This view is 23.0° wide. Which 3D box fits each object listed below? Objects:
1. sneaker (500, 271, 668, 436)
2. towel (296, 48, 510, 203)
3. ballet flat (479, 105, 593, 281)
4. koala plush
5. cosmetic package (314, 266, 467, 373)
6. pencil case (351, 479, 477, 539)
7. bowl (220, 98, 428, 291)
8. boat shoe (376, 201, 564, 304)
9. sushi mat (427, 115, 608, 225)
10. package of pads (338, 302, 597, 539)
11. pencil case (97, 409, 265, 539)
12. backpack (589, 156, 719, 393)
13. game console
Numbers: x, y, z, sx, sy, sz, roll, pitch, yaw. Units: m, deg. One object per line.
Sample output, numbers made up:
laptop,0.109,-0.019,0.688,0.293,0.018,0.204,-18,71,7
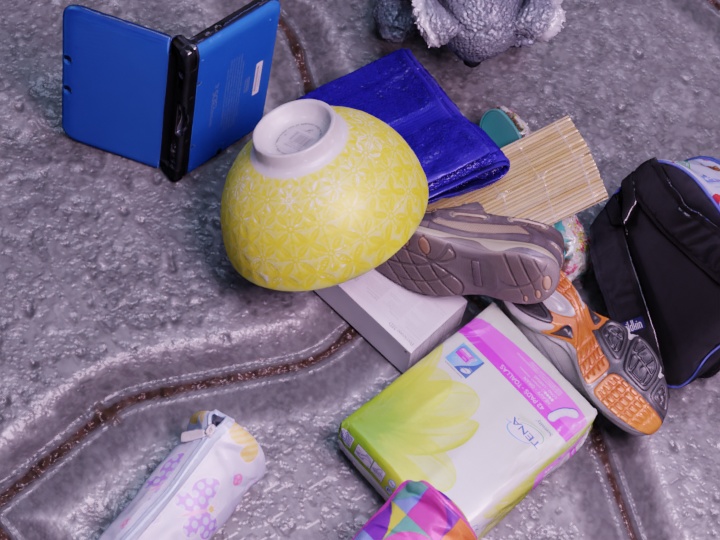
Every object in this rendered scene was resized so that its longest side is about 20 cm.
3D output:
sneaker,0.206,0.079,1.643,0.075,0.092,0.200,-35,71,-20
towel,0.037,-0.137,1.733,0.146,0.050,0.200,-23,47,-17
ballet flat,0.175,-0.071,1.756,0.063,0.075,0.202,4,57,-44
koala plush,0.109,-0.279,1.757,0.175,0.186,0.201,2,33,-6
cosmetic package,0.000,0.000,1.680,0.200,0.051,0.082,43,62,16
pencil case,0.006,0.262,1.471,0.200,0.088,0.088,-43,72,-8
bowl,-0.046,-0.089,1.606,0.198,0.108,0.201,-12,42,11
boat shoe,0.096,-0.021,1.627,0.198,0.075,0.074,13,41,20
sushi mat,0.135,-0.069,1.717,0.198,0.012,0.096,-25,64,7
package of pads,0.099,0.148,1.596,0.199,0.068,0.155,-36,71,-22
pencil case,-0.161,0.212,1.500,0.083,0.091,0.201,31,60,10
backpack,0.316,-0.011,1.666,0.153,0.200,0.191,-12,63,-50
game console,-0.181,-0.191,1.676,0.170,0.201,0.118,-35,70,-27
